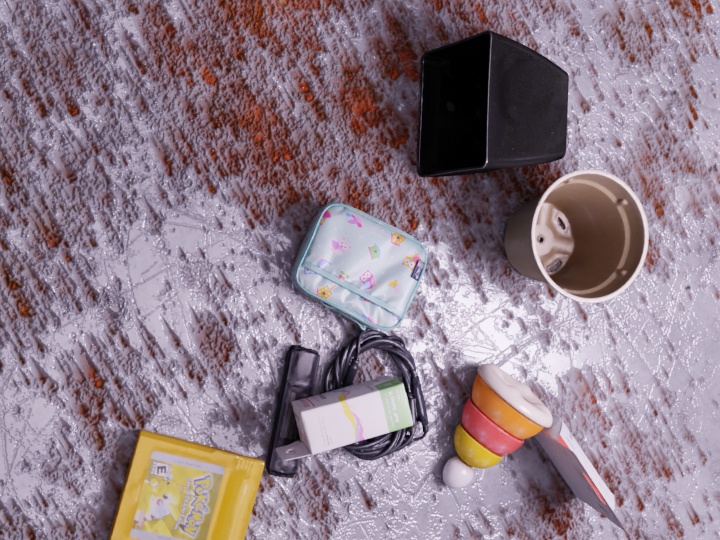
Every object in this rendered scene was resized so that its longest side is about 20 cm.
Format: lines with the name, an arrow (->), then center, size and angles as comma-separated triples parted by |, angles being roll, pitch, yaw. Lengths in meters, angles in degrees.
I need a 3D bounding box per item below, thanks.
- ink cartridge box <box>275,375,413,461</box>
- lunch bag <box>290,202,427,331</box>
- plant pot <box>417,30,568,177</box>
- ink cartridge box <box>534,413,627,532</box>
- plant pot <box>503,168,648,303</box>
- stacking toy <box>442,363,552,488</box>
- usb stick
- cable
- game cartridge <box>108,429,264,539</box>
ink cartridge box -> -0.034, 0.218, 1.590 | 0.198, 0.117, 0.068 | -15, 93, -11
lunch bag -> 0.000, 0.000, 1.655 | 0.198, 0.077, 0.162 | 26, 80, -9
plant pot -> 0.216, -0.247, 1.678 | 0.175, 0.199, 0.203 | 2, 89, -28
ink cartridge box -> 0.356, 0.314, 1.700 | 0.057, 0.200, 0.163 | -37, 100, -11
plant pot -> 0.323, -0.053, 1.703 | 0.198, 0.183, 0.203 | 0, 90, -16
stacking toy -> 0.197, 0.264, 1.713 | 0.145, 0.146, 0.201 | 35, 100, -13
usb stick -> -0.104, 0.217, 1.652 | 0.055, 0.033, 0.203 | 12, 86, -23
cable -> 0.018, 0.191, 1.686 | 0.161, 0.051, 0.203 | -13, 91, -9
game cartridge -> -0.260, 0.348, 1.605 | 0.198, 0.032, 0.179 | 16, 85, -15
